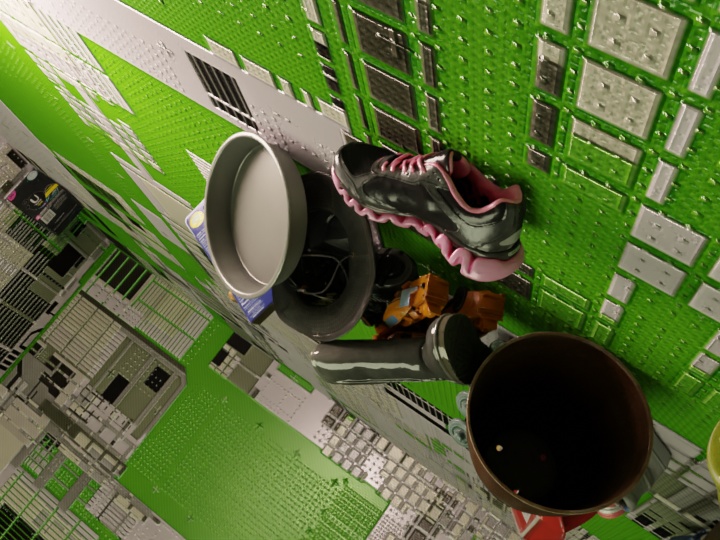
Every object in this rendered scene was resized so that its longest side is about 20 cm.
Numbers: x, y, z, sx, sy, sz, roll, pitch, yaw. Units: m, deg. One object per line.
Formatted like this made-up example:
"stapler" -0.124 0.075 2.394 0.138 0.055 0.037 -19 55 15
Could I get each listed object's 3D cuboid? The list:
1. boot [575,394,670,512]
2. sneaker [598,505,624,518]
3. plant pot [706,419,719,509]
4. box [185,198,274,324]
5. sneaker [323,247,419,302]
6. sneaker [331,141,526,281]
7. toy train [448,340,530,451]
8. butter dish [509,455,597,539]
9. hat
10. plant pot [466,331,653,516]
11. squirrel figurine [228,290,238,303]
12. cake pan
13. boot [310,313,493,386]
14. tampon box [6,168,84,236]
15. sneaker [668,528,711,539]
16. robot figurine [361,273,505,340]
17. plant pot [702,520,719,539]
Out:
"boot" 0.298 0.214 0.948 0.200 0.096 0.074 45 164 -28
"sneaker" 0.342 0.321 1.285 0.200 0.074 0.087 16 141 47
"plant pot" 0.356 0.187 0.581 0.193 0.200 0.200 56 160 -19
"box" -0.159 -0.038 1.129 0.200 0.121 0.032 53 -164 21
"sneaker" 0.000 0.000 1.034 0.200 0.075 0.079 26 164 40
"sneaker" 0.060 -0.076 0.687 0.200 0.079 0.095 30 143 23
"toy train" 0.188 0.183 1.040 0.114 0.085 0.200 32 134 28
"butter dish" 0.293 0.298 1.161 0.200 0.148 0.200 93 164 -60
"hat" -0.031 -0.018 0.954 0.201 0.201 0.081 25 -160 40
"plant pot" 0.197 0.193 0.878 0.187 0.187 0.200 33 157 15
"squirrel figurine" -0.068 0.015 1.200 0.187 0.142 0.200 10 166 40
"cake pan" -0.127 -0.066 0.958 0.037 0.201 0.200 -4 -164 -38
"boot" 0.036 0.093 0.896 0.200 0.073 0.182 5 156 25
"tampon box" -1.145 -0.247 2.881 0.200 0.150 0.126 30 165 27
"sneaker" 0.508 0.407 1.149 0.077 0.076 0.200 60 165 1
"robot figurine" 0.079 0.060 0.946 0.145 0.058 0.200 16 157 -16
"plant pot" 0.491 0.407 0.945 0.177 0.200 0.200 48 167 7
